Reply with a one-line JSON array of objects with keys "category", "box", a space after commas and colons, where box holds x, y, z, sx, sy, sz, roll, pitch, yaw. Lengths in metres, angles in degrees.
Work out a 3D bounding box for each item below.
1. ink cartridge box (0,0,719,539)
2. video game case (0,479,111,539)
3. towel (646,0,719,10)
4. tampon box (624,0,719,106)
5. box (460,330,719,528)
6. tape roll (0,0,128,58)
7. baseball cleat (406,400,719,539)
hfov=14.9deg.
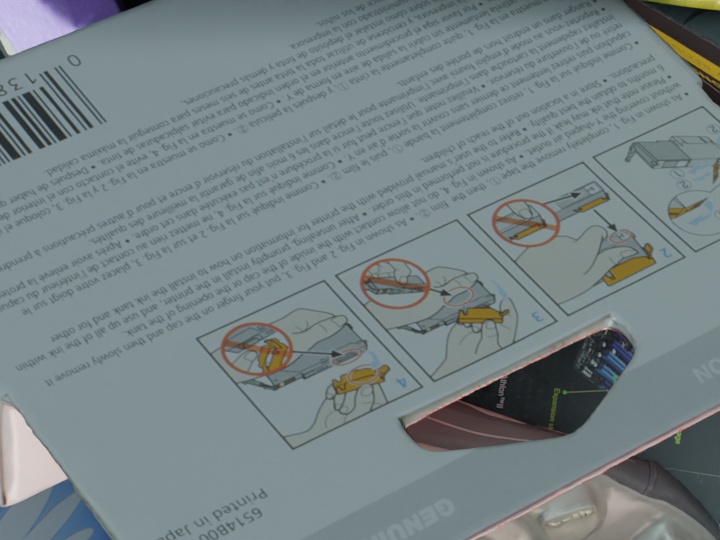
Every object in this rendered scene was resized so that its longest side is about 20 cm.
[{"category": "ink cartridge box", "box": [0.000, 0.000, 0.640, 0.200, 0.045, 0.176, -25, 55, -25]}, {"category": "video game case", "box": [-0.138, 0.087, 0.732, 0.200, 0.045, 0.181, 37, 100, -6]}, {"category": "towel", "box": [0.014, -0.110, 0.622, 0.200, 0.018, 0.086, 4, 107, -29]}, {"category": "tampon box", "box": [0.180, -0.109, 0.724, 0.150, 0.126, 0.200, 34, 89, 29]}, {"category": "box", "box": [0.035, 0.069, 0.785, 0.193, 0.048, 0.200, 8, 87, 1]}, {"category": "tape roll", "box": [-0.152, -0.022, 0.790, 0.200, 0.066, 0.200, 0, 87, 2]}, {"category": "baseball cleat", "box": [0.011, 0.039, 0.716, 0.200, 0.107, 0.070, 21, 122, -34]}]
